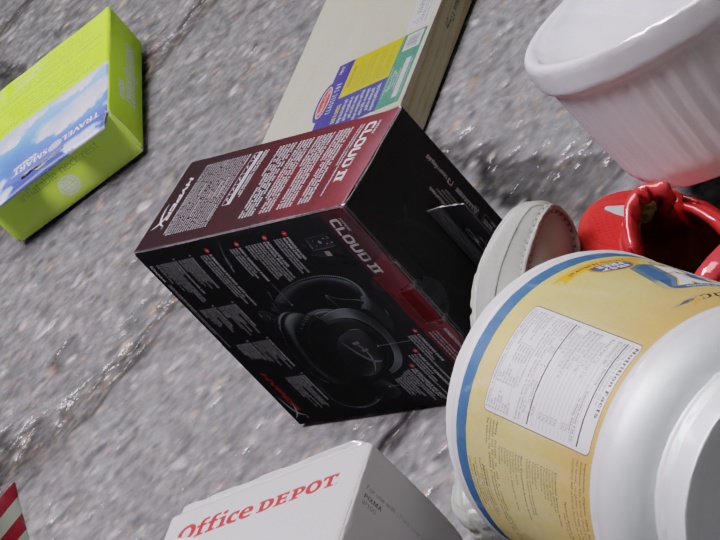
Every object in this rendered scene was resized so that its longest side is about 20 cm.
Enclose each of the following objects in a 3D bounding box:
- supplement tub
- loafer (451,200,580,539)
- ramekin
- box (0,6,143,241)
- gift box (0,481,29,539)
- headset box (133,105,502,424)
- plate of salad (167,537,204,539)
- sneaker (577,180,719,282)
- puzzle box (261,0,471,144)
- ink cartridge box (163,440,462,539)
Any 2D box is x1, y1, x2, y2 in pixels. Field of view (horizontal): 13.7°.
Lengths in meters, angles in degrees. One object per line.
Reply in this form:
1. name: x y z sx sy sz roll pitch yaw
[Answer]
1. supplement tub: 0.139 0.076 1.287 0.145 0.145 0.200 -48 26 -10
2. loafer: 0.093 0.048 1.480 0.070 0.070 0.200 -21 48 34
3. ramekin: 0.191 -0.126 1.549 0.202 0.094 0.202 -32 14 9
4. box: -0.217 -0.104 2.204 0.122 0.048 0.200 -36 26 16
5. gift box: -0.307 0.178 1.734 0.187 0.184 0.200 3 57 59
6. headset box: 0.000 0.000 1.605 0.200 0.149 0.077 -13 38 48
7. plate of salad: -0.140 0.202 1.419 0.200 0.048 0.200 -37 26 21
8. sneaker: 0.156 -0.014 1.474 0.077 0.085 0.200 -44 25 -5
9. puzzle box: 0.009 -0.141 1.958 0.133 0.025 0.200 -22 33 37
10. ink cartridge box: -0.046 0.196 1.440 0.146 0.083 0.200 -23 32 37
